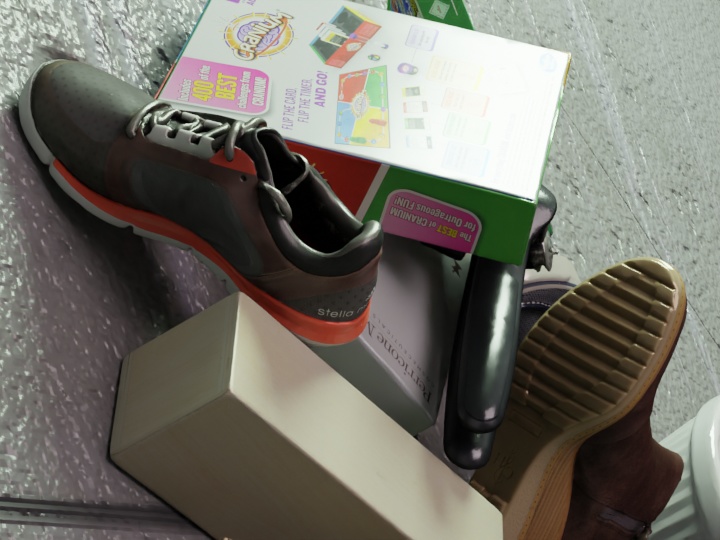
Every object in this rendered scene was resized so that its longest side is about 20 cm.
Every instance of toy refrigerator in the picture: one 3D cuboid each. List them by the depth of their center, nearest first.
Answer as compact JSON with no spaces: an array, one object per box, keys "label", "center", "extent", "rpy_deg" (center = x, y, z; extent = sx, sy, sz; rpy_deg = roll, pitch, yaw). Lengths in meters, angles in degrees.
[{"label":"toy refrigerator","center":[-0.021,0.100,1.024],"extent":[0.200,0.076,0.070],"rpy_deg":[41,34,-32]}]

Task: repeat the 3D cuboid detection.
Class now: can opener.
[{"label":"can opener","center":[0.063,0.021,1.119],"extent":[0.064,0.078,0.201],"rpy_deg":[92,3,-48]}]

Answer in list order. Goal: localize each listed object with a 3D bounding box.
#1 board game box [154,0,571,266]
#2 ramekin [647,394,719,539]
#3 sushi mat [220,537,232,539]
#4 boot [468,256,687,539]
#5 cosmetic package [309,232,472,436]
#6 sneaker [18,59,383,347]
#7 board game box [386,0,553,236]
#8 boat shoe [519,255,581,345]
[{"label":"board game box","center":[0.002,-0.084,1.132],"extent":[0.198,0.041,0.153],"rpy_deg":[14,36,4]},{"label":"ramekin","center":[0.237,0.184,1.356],"extent":[0.202,0.094,0.203],"rpy_deg":[39,36,-36]},{"label":"sushi mat","center":[-0.011,0.212,0.980],"extent":[0.200,0.012,0.096],"rpy_deg":[43,52,-31]},{"label":"boot","center":[0.137,0.088,1.191],"extent":[0.072,0.201,0.166],"rpy_deg":[41,13,32]},{"label":"cosmetic package","center":[0.000,0.000,1.153],"extent":[0.102,0.071,0.201],"rpy_deg":[49,31,-22]},{"label":"sneaker","center":[-0.067,-0.051,1.013],"extent":[0.199,0.082,0.077],"rpy_deg":[34,44,6]},{"label":"board game box","center":[0.061,-0.086,1.300],"extent":[0.135,0.029,0.201],"rpy_deg":[98,-26,-71]},{"label":"boat shoe","center":[0.111,0.053,1.266],"extent":[0.200,0.074,0.093],"rpy_deg":[22,49,-65]}]
